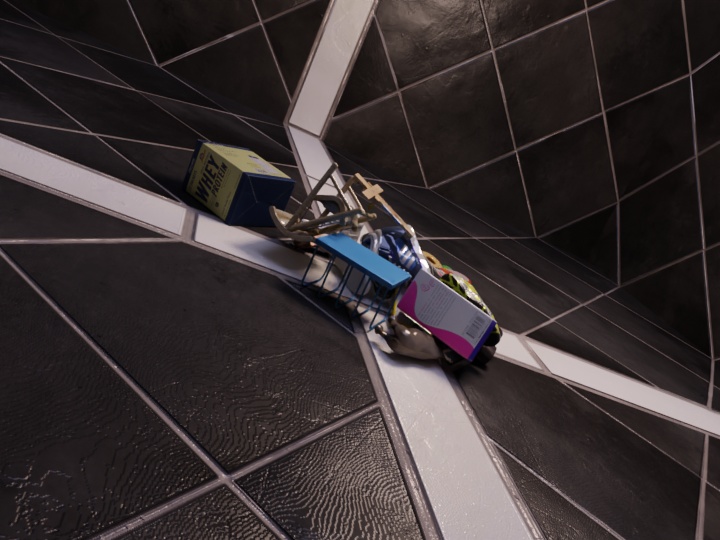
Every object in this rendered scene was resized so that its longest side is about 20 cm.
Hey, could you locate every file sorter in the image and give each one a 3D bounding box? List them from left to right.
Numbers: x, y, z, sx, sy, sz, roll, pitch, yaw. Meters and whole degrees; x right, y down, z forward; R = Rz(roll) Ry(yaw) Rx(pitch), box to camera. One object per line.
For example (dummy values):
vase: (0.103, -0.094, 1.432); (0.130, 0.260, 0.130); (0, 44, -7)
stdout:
file sorter: (-0.013, 0.022, 1.430); (0.197, 0.125, 0.138); (30, 18, 15)

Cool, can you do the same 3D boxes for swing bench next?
swing bench: (-0.087, -0.134, 1.540); (0.132, 0.197, 0.199); (59, 10, 6)

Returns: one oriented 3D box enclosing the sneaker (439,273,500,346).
sneaker: (0.266, 0.084, 1.498); (0.075, 0.076, 0.202); (-6, 57, -50)

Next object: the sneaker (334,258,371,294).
sneaker: (0.000, 0.000, 1.605); (0.081, 0.075, 0.201); (21, 22, -30)

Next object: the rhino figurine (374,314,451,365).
rhino figurine: (0.124, 0.155, 1.360); (0.197, 0.061, 0.087); (21, 15, -39)

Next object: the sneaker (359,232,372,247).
sneaker: (0.071, -0.070, 1.946); (0.197, 0.078, 0.076); (13, -1, -38)

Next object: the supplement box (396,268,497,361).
supplement box: (0.187, 0.099, 1.406); (0.198, 0.102, 0.103); (36, -2, 11)

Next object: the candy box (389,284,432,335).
candy box: (0.127, 0.075, 1.532); (0.100, 0.027, 0.202); (19, 38, -4)

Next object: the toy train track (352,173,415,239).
toy train track: (0.050, -0.146, 1.528); (0.200, 0.033, 0.115); (46, 26, 3)

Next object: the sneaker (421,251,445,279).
sneaker: (0.179, 0.009, 1.702); (0.080, 0.075, 0.202); (-3, -51, 54)

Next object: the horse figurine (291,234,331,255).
horse figurine: (-0.098, -0.078, 1.720); (0.196, 0.051, 0.133); (18, 18, -26)

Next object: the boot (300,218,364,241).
boot: (-0.085, -0.132, 1.818); (0.196, 0.097, 0.074); (17, 18, -29)

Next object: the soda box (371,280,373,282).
soda box: (0.116, 0.035, 1.656); (0.198, 0.065, 0.068); (35, 41, 23)

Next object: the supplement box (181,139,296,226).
supplement box: (-0.314, -0.223, 1.672); (0.198, 0.137, 0.198); (35, 19, 26)

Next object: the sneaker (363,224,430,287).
sneaker: (0.079, -0.008, 1.532); (0.143, 0.081, 0.205); (-14, 69, -12)

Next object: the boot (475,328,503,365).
boot: (0.251, 0.120, 1.575); (0.200, 0.069, 0.188); (45, 31, 3)

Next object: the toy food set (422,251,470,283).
toy food set: (0.257, 0.016, 1.983); (0.194, 0.050, 0.201); (25, 17, -8)

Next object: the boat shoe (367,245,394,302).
boat shoe: (0.052, -0.021, 1.610); (0.072, 0.061, 0.204); (-4, 54, 3)
